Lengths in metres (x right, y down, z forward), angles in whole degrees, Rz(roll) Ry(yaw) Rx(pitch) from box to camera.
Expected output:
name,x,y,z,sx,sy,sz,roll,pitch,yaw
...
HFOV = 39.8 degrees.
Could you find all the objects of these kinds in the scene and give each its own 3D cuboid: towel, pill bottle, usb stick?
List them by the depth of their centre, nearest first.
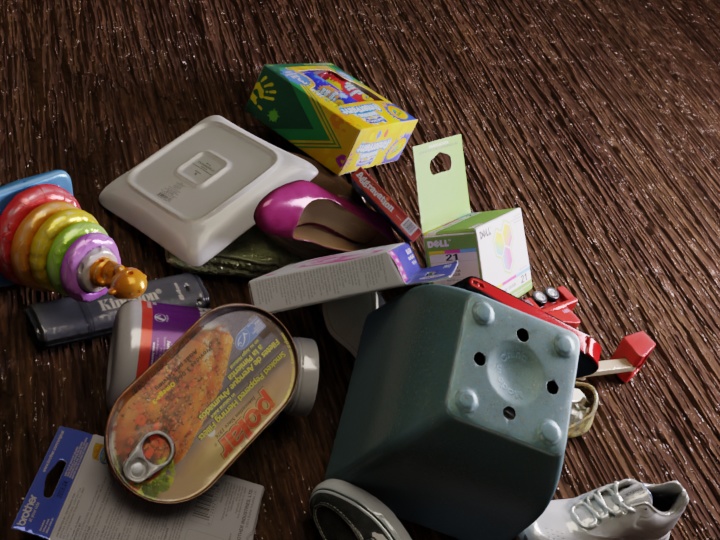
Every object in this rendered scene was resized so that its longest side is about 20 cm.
name,x,y,z,sx,sy,sz,roll,pitch,yaw
pill bottle,-0.144,0.095,0.973,0.196,0.114,0.114,7,41,-18
usb stick,-0.253,0.041,1.046,0.197,0.033,0.056,-12,49,-36
towel,-0.144,-0.045,1.192,0.196,0.037,0.150,6,41,-21

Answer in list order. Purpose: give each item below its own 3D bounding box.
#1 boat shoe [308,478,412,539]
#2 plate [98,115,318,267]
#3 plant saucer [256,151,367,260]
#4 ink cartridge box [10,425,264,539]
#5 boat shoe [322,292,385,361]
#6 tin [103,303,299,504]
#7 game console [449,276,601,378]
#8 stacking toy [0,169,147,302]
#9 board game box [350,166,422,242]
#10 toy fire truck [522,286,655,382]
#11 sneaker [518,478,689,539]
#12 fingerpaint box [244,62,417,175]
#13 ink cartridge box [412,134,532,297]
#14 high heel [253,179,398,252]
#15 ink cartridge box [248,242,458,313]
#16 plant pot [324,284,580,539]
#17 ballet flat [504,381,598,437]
name,x,y,z,sx,sy,sz,roll,pitch,yaw
boat shoe,0.015,0.271,0.880,0.200,0.073,0.070,44,39,21
plate,-0.183,-0.109,1.167,0.198,0.033,0.199,30,57,34
plant saucer,-0.062,-0.082,1.230,0.197,0.030,0.202,26,31,-17
ink cartridge box,-0.190,0.217,0.870,0.197,0.042,0.120,20,39,-8
boat shoe,0.013,0.074,1.125,0.071,0.068,0.201,-37,44,2
tin,-0.140,0.118,0.885,0.112,0.042,0.200,45,64,1
game console,0.145,0.074,1.069,0.174,0.200,0.032,26,69,-13
stacking toy,-0.280,-0.013,0.990,0.198,0.112,0.115,23,34,32
board game box,0.029,-0.078,1.214,0.103,0.019,0.200,47,1,-2
toy fire truck,0.254,0.089,1.224,0.198,0.049,0.141,-15,52,-38
sneaker,0.246,0.246,1.012,0.196,0.088,0.075,-4,47,-27
fingerpaint box,-0.035,-0.215,1.372,0.166,0.074,0.199,36,24,15
ink cartridge box,0.135,-0.059,1.197,0.075,0.204,0.147,-3,11,31
high heel,-0.032,-0.050,1.116,0.096,0.068,0.198,39,26,27
ink cartridge box,0.000,0.000,1.042,0.196,0.044,0.196,-12,3,8
plant pot,0.102,0.124,0.929,0.193,0.200,0.199,21,63,-10
ballet flat,0.187,0.163,1.095,0.197,0.071,0.071,-10,48,-33
